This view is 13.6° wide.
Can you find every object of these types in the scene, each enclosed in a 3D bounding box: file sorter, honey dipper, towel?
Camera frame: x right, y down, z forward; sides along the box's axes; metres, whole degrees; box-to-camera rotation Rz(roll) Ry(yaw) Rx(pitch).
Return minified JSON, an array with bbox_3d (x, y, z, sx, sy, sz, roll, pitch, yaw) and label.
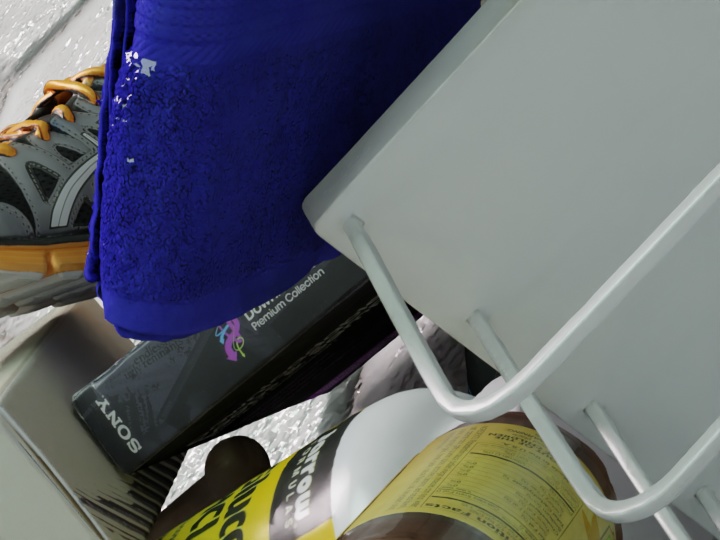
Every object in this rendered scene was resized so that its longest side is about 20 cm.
[{"bbox_3d":[0.114,0.014,0.741,0.139,0.200,0.125,-47,29,11],"label":"file sorter"},{"bbox_3d":[-0.103,0.117,1.045,0.200,0.038,0.038,-42,28,26],"label":"honey dipper"},{"bbox_3d":[-0.017,-0.093,0.763,0.049,0.147,0.201,18,112,29],"label":"towel"}]

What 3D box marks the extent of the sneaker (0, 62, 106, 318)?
[{"bbox_3d":[-0.093,-0.029,0.990,0.078,0.199,0.078,-15,88,44],"label":"sneaker"}]

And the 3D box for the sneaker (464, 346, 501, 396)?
[{"bbox_3d":[0.090,-0.024,0.969,0.200,0.070,0.078,-49,-19,-34],"label":"sneaker"}]

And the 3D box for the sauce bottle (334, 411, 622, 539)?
[{"bbox_3d":[0.016,0.086,0.719,0.065,0.065,0.200,-42,-2,20],"label":"sauce bottle"}]

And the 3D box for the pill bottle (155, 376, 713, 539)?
[{"bbox_3d":[0.004,0.105,0.899,0.200,0.112,0.113,-34,32,33],"label":"pill bottle"}]

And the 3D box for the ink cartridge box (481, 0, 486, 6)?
[{"bbox_3d":[0.029,-0.065,0.992,0.200,0.037,0.095,-26,-9,-43],"label":"ink cartridge box"}]

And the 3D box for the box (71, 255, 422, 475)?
[{"bbox_3d":[0.000,0.000,0.993,0.143,0.036,0.200,-40,-8,18],"label":"box"}]

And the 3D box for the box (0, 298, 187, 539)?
[{"bbox_3d":[-0.110,0.070,0.967,0.082,0.068,0.200,-38,6,9],"label":"box"}]
